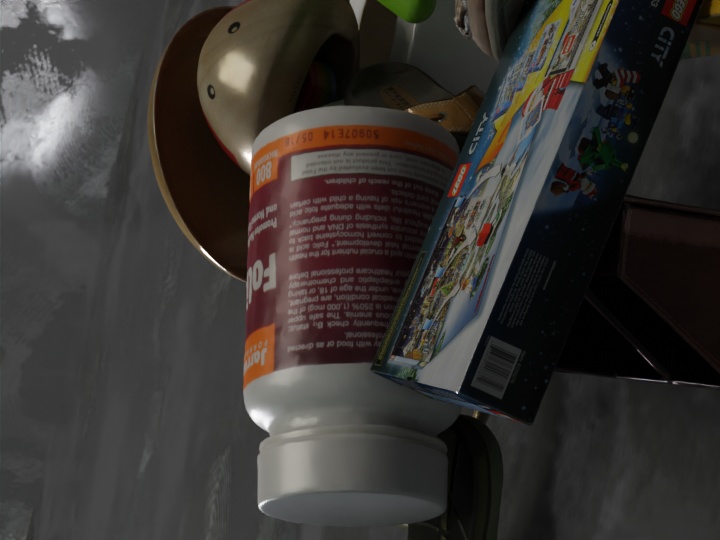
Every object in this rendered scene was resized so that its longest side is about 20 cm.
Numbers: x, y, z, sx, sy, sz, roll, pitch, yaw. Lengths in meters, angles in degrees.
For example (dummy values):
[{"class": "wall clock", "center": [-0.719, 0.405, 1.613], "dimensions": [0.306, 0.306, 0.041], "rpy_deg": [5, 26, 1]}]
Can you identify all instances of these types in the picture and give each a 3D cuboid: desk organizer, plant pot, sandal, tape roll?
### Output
[{"class": "desk organizer", "center": [0.113, 0.012, 0.827], "dimensions": [0.200, 0.072, 0.077], "rpy_deg": [176, 101, -75]}, {"class": "plant pot", "center": [-0.082, -0.085, 1.210], "dimensions": [0.027, 0.200, 0.200], "rpy_deg": [-11, 65, 37]}, {"class": "sandal", "center": [0.051, -0.087, 1.007], "dimensions": [0.200, 0.082, 0.055], "rpy_deg": [-130, 30, -50]}, {"class": "tape roll", "center": [0.041, -0.158, 1.200], "dimensions": [0.202, 0.071, 0.203], "rpy_deg": [-170, 90, -75]}, {"class": "sandal", "center": [0.057, 0.169, 0.951], "dimensions": [0.080, 0.057, 0.201], "rpy_deg": [42, 131, 42]}]

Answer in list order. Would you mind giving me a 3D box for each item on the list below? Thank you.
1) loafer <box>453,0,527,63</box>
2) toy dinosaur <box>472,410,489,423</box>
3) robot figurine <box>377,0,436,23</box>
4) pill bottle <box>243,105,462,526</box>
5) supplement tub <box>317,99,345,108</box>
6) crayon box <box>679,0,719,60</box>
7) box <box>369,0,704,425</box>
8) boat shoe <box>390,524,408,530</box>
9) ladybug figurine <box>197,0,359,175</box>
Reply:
[{"class": "loafer", "center": [0.073, -0.145, 0.912], "dimensions": [0.072, 0.063, 0.200], "rpy_deg": [-68, -18, 1]}, {"class": "toy dinosaur", "center": [0.081, 0.033, 0.994], "dimensions": [0.101, 0.058, 0.200], "rpy_deg": [97, -177, -62]}, {"class": "robot figurine", "center": [0.054, -0.239, 1.030], "dimensions": [0.176, 0.116, 0.200], "rpy_deg": [-52, 26, -3]}, {"class": "pill bottle", "center": [-0.004, 0.026, 0.895], "dimensions": [0.114, 0.114, 0.200], "rpy_deg": [134, 139, -64]}, {"class": "supplement tub", "center": [0.000, 0.000, 1.117], "dimensions": [0.123, 0.122, 0.200], "rpy_deg": [-99, 15, -51]}, {"class": "crayon box", "center": [0.160, -0.167, 0.809], "dimensions": [0.200, 0.051, 0.126], "rpy_deg": [-167, 87, -76]}, {"class": "box", "center": [0.076, -0.035, 0.776], "dimensions": [0.200, 0.038, 0.137], "rpy_deg": [-67, 13, -5]}, {"class": "boat shoe", "center": [0.021, 0.127, 1.098], "dimensions": [0.200, 0.072, 0.068], "rpy_deg": [178, 108, -70]}, {"class": "ladybug figurine", "center": [-0.055, -0.126, 1.138], "dimensions": [0.200, 0.072, 0.136], "rpy_deg": [9, -78, -78]}]
